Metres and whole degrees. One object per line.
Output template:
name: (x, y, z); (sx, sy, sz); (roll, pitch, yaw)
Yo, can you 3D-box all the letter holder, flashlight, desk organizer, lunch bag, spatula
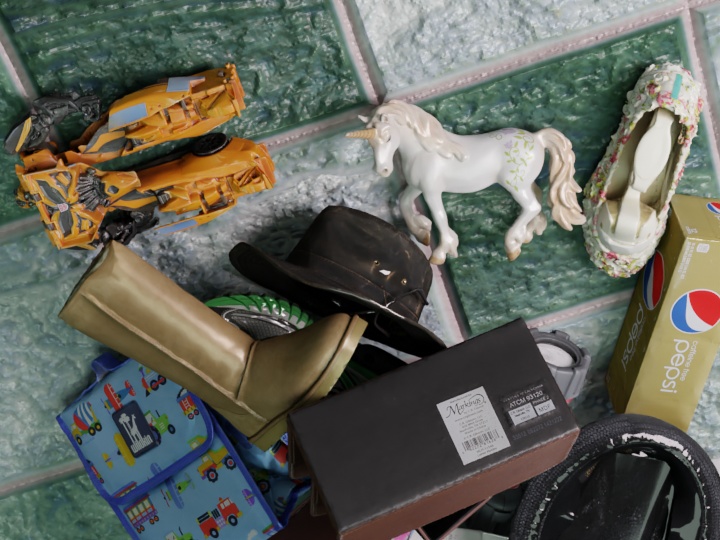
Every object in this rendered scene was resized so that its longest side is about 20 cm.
letter holder: (0.051, 0.142, 1.298); (0.198, 0.101, 0.142); (-21, 157, -12)
flashlight: (0.140, 0.148, 1.465); (0.067, 0.068, 0.202); (-17, 133, -46)
desk organizer: (0.006, 0.212, 1.395); (0.200, 0.077, 0.072); (-40, 122, -6)
lunch bag: (-0.154, 0.147, 1.414); (0.150, 0.094, 0.201); (-36, 95, 34)
spatula: (0.084, 0.108, 1.401); (0.198, 0.021, 0.057); (26, 125, -15)

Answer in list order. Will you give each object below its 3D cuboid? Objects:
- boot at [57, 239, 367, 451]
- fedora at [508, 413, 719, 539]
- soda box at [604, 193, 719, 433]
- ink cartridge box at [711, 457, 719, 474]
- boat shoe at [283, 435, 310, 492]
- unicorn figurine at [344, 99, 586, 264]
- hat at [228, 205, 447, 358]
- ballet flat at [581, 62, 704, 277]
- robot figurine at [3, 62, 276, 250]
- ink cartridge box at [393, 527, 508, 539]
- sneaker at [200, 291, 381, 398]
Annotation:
boot: (-0.116, 0.043, 1.282); (0.199, 0.066, 0.175); (36, 130, -9)
fedora: (0.211, 0.214, 1.430); (0.198, 0.092, 0.203); (-1, 97, -6)
soda box: (0.265, 0.039, 1.404); (0.063, 0.068, 0.202); (5, 125, -9)
ink cartridge box: (0.252, 0.267, 1.510); (0.198, 0.146, 0.084); (-14, 140, 4)
boat shoe: (-0.012, 0.177, 1.481); (0.200, 0.070, 0.072); (31, 128, -20)
unicorn figurine: (0.075, -0.074, 1.312); (0.198, 0.074, 0.139); (-12, 118, -15)
hat: (0.000, 0.000, 1.324); (0.199, 0.200, 0.082); (29, 82, -24)
ballet flat: (0.217, -0.069, 1.325); (0.075, 0.064, 0.202); (13, 124, 6)
robot figurine: (-0.173, -0.080, 1.280); (0.198, 0.058, 0.146); (-18, 124, 6)
ink cartridge box: (0.045, 0.272, 1.501); (0.197, 0.068, 0.117); (7, 156, 2)
sneaker: (-0.060, 0.081, 1.377); (0.199, 0.086, 0.078); (28, 149, -22)
